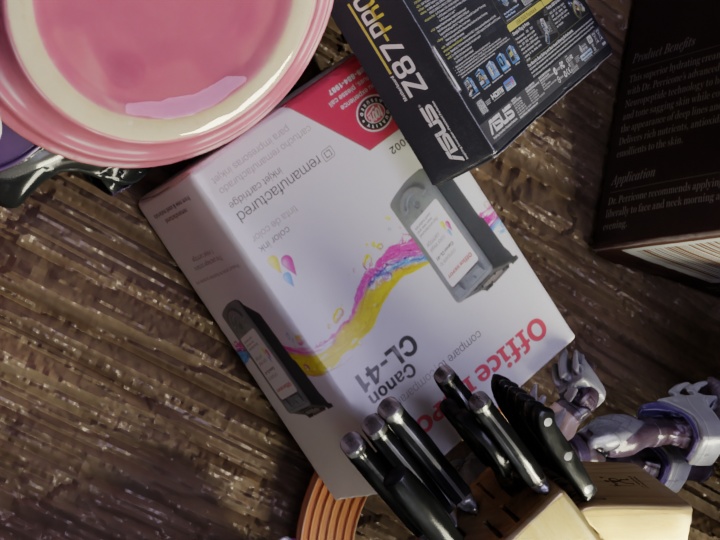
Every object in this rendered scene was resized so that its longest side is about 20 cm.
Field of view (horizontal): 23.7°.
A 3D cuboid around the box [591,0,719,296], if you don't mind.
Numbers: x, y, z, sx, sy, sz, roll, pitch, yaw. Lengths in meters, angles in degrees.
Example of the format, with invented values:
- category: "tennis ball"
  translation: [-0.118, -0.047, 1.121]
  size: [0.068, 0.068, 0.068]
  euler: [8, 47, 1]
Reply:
- category: "box"
  translation: [0.267, -0.089, 1.053]
  size: [0.164, 0.166, 0.201]
  euler: [17, 79, -27]

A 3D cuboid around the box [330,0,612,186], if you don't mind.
- category: "box"
  translation: [0.055, -0.153, 0.947]
  size: [0.162, 0.049, 0.200]
  euler: [60, 34, -8]

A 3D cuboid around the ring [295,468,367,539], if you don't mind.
- category: "ring"
  translation: [0.048, 0.163, 0.994]
  size: [0.200, 0.019, 0.201]
  euler: [2, 87, -30]

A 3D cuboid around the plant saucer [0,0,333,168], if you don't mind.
- category: "plant saucer"
  translation: [-0.097, -0.139, 0.804]
  size: [0.200, 0.051, 0.201]
  euler: [-11, 117, -21]

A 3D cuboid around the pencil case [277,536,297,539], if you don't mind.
- category: "pencil case"
  translation: [-0.106, 0.190, 0.864]
  size: [0.199, 0.085, 0.093]
  euler: [-8, 106, -31]

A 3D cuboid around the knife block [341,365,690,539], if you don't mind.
- category: "knife block"
  translation: [0.070, 0.151, 0.863]
  size: [0.175, 0.064, 0.201]
  euler: [3, 103, -20]

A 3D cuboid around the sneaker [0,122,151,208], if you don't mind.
- category: "sneaker"
  translation: [-0.121, -0.088, 0.895]
  size: [0.199, 0.076, 0.088]
  euler: [-17, 108, -25]

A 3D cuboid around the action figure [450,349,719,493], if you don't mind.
- category: "action figure"
  translation: [0.126, 0.105, 0.971]
  size: [0.199, 0.130, 0.069]
  euler: [-4, 47, -36]

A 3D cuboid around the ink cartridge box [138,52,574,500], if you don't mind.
- category: "ink cartridge box"
  translation: [0.000, 0.000, 0.930]
  size: [0.147, 0.086, 0.200]
  euler: [-38, 97, -28]
